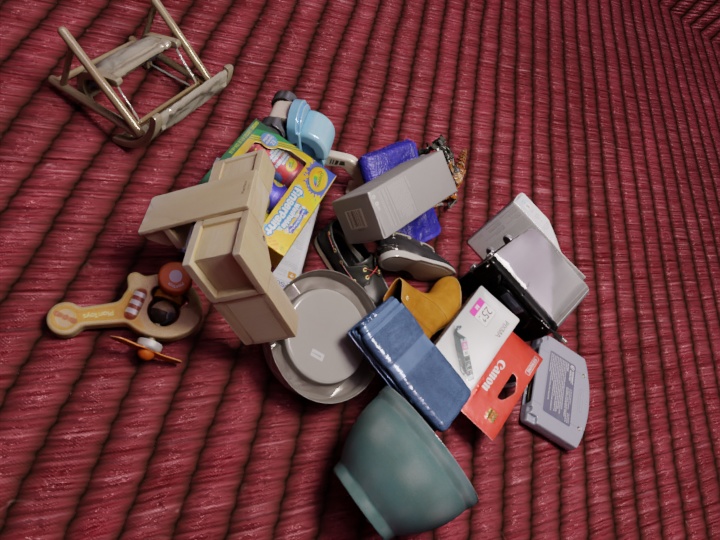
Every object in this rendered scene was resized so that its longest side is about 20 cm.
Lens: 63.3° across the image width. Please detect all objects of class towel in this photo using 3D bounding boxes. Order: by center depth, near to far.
[{"bbox_3d":[0.076,0.142,0.886,0.200,0.049,0.111,51,49,4],"label":"towel"},{"bbox_3d":[0.081,-0.141,1.112,0.147,0.049,0.201,-30,104,-40],"label":"towel"}]

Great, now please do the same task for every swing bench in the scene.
[{"bbox_3d":[-0.356,-0.320,0.963,0.200,0.130,0.199,43,49,-8],"label":"swing bench"}]

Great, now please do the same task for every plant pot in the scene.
[{"bbox_3d":[0.046,0.282,0.810,0.134,0.200,0.201,-36,83,-12],"label":"plant pot"}]

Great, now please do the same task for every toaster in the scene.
[{"bbox_3d":[0.301,0.038,1.083,0.118,0.181,0.200,-40,85,-17],"label":"toaster"}]

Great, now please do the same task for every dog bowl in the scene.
[{"bbox_3d":[-0.061,0.103,0.897,0.199,0.059,0.202,10,71,-31],"label":"dog bowl"}]

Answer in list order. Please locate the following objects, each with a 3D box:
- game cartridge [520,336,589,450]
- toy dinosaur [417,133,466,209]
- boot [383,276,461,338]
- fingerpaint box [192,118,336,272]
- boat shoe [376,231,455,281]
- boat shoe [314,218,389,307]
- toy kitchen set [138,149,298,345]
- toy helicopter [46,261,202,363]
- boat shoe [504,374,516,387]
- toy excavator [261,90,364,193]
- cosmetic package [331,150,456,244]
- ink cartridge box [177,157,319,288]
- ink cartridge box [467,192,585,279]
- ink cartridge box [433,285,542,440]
[{"bbox_3d":[0.377,0.233,1.118,0.132,0.041,0.201,30,51,-7],"label":"game cartridge"},{"bbox_3d":[0.171,-0.206,1.244,0.136,0.102,0.200,53,30,-12],"label":"toy dinosaur"},{"bbox_3d":[0.106,0.053,1.012,0.144,0.070,0.202,50,50,-34],"label":"boot"},{"bbox_3d":[-0.156,-0.122,0.937,0.166,0.073,0.201,35,52,-7],"label":"fingerpaint box"},{"bbox_3d":[0.103,-0.025,1.065,0.199,0.074,0.061,13,60,-41],"label":"boat shoe"},{"bbox_3d":[-0.002,0.001,1.018,0.073,0.063,0.202,-31,83,-44],"label":"boat shoe"},{"bbox_3d":[-0.187,-0.026,0.819,0.181,0.162,0.201,64,21,-45],"label":"toy kitchen set"},{"bbox_3d":[-0.318,0.068,0.799,0.198,0.079,0.133,-6,74,-21],"label":"toy helicopter"},{"bbox_3d":[0.246,0.175,1.060,0.198,0.057,0.069,0,62,-30],"label":"boat shoe"},{"bbox_3d":[-0.071,-0.216,1.072,0.198,0.195,0.100,10,52,9],"label":"toy excavator"},{"bbox_3d":[0.061,-0.127,1.004,0.199,0.106,0.091,-30,104,-34],"label":"cosmetic package"},{"bbox_3d":[-0.180,-0.067,0.966,0.198,0.041,0.201,23,54,-16],"label":"ink cartridge box"},{"bbox_3d":[0.334,-0.034,1.171,0.200,0.160,0.047,46,51,2],"label":"ink cartridge box"},{"bbox_3d":[0.212,0.152,0.986,0.173,0.044,0.200,41,58,5],"label":"ink cartridge box"}]
